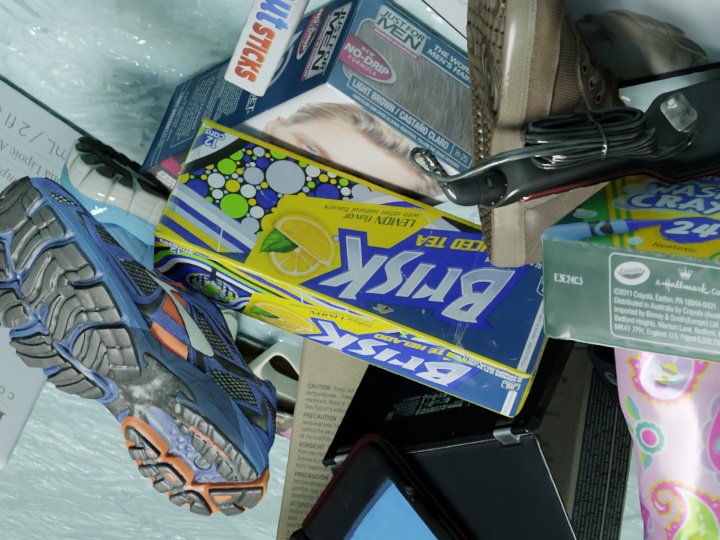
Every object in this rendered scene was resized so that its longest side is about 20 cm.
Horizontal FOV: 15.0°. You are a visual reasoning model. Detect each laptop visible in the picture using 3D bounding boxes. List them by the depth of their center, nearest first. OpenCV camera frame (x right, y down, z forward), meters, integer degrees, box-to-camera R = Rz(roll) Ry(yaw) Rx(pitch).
[{"bbox_3d":[0.081,0.103,1.484,0.116,0.201,0.187,38,152,-25],"label":"laptop"}]

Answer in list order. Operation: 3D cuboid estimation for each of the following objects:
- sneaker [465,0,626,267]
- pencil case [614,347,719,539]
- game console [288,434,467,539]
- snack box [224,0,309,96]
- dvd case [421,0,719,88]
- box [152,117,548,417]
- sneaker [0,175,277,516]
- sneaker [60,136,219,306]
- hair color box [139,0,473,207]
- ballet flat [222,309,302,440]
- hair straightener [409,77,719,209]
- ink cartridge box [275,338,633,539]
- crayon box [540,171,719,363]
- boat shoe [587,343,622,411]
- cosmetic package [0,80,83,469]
[{"bbox_3d":[0.091,-0.079,1.250,0.075,0.071,0.201,-10,146,-6],"label":"sneaker"},{"bbox_3d":[0.174,0.076,1.394,0.087,0.087,0.201,5,116,35],"label":"pencil case"},{"bbox_3d":[0.002,0.224,1.474,0.200,0.172,0.119,51,170,17],"label":"game console"},{"bbox_3d":[-0.022,-0.150,1.214,0.024,0.072,0.200,25,156,-3],"label":"snack box"},{"bbox_3d":[0.105,-0.132,1.208,0.142,0.018,0.199,39,151,-30],"label":"dvd case"},{"bbox_3d":[0.000,0.000,1.361,0.199,0.070,0.064,21,158,4],"label":"box"},{"bbox_3d":[-0.111,0.031,1.349,0.075,0.079,0.200,-22,116,32],"label":"sneaker"},{"bbox_3d":[-0.129,-0.010,1.528,0.078,0.090,0.200,38,-176,26],"label":"sneaker"},{"bbox_3d":[-0.021,-0.069,1.397,0.100,0.061,0.200,32,154,-22],"label":"hair color box"},{"bbox_3d":[-0.068,0.066,1.728,0.199,0.069,0.071,19,138,-1],"label":"ballet flat"},{"bbox_3d":[0.118,-0.065,1.189,0.198,0.041,0.077,-8,161,-13],"label":"hair straightener"},{"bbox_3d":[0.054,0.121,1.589,0.199,0.166,0.075,5,173,36],"label":"ink cartridge box"},{"bbox_3d":[0.179,-0.019,1.233,0.125,0.200,0.052,8,113,28],"label":"crayon box"},{"bbox_3d":[0.203,0.056,1.448,0.199,0.073,0.063,3,153,47],"label":"boat shoe"},{"bbox_3d":[-0.263,-0.001,1.581,0.164,0.201,0.165,33,154,-24],"label":"cosmetic package"}]
